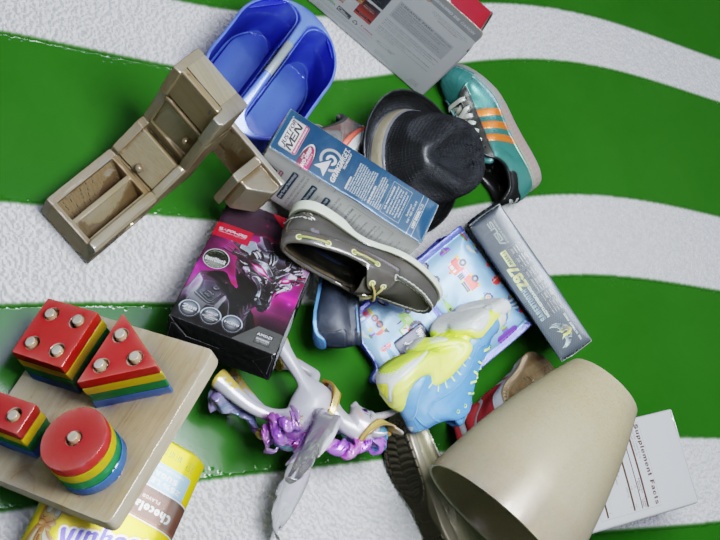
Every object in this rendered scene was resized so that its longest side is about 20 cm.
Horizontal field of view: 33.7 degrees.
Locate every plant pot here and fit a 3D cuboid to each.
[{"bbox_3d":[0.208,0.201,1.295,0.187,0.187,0.200,45,74,-6],"label":"plant pot"}]

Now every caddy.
[{"bbox_3d":[-0.115,-0.235,1.428,0.141,0.105,0.201,38,60,-11],"label":"caddy"}]

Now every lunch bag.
[{"bbox_3d":[0.082,0.071,1.449,0.199,0.094,0.151,-38,91,-18],"label":"lunch bag"}]

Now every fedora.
[{"bbox_3d":[0.091,-0.139,1.468,0.199,0.091,0.204,9,79,-51],"label":"fedora"}]

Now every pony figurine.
[{"bbox_3d":[-0.069,0.169,1.305,0.199,0.167,0.193,37,51,7],"label":"pony figurine"}]

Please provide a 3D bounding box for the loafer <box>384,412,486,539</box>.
[{"bbox_3d":[0.089,0.254,1.389,0.068,0.075,0.203,-24,94,-32],"label":"loafer"}]

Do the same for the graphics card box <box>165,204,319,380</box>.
[{"bbox_3d":[-0.124,0.016,1.321,0.124,0.051,0.201,21,47,1],"label":"graphics card box"}]

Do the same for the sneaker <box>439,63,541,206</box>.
[{"bbox_3d":[0.159,-0.177,1.568,0.080,0.071,0.201,-36,92,-36],"label":"sneaker"}]

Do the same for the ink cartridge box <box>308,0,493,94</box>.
[{"bbox_3d":[0.060,-0.347,1.515,0.199,0.175,0.084,39,60,-10],"label":"ink cartridge box"}]

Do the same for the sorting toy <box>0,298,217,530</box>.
[{"bbox_3d":[-0.276,0.126,1.176,0.196,0.070,0.201,13,57,27],"label":"sorting toy"}]

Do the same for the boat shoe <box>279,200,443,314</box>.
[{"bbox_3d":[0.000,0.000,1.324,0.199,0.072,0.061,30,52,-11],"label":"boat shoe"}]

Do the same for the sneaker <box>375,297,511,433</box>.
[{"bbox_3d":[0.107,0.114,1.372,0.199,0.075,0.106,-31,106,-25],"label":"sneaker"}]

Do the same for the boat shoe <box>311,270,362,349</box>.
[{"bbox_3d":[-0.012,0.005,1.410,0.067,0.084,0.203,6,66,5],"label":"boat shoe"}]

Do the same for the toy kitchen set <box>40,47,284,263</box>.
[{"bbox_3d":[-0.206,-0.090,1.277,0.163,0.200,0.180,48,59,-4],"label":"toy kitchen set"}]

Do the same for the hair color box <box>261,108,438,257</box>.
[{"bbox_3d":[-0.022,-0.087,1.338,0.198,0.100,0.061,32,61,-9],"label":"hair color box"}]

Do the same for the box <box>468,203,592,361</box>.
[{"bbox_3d":[0.207,0.010,1.483,0.051,0.158,0.201,-35,91,5],"label":"box"}]

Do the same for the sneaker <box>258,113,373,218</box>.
[{"bbox_3d":[-0.069,-0.126,1.450,0.082,0.078,0.199,40,55,22],"label":"sneaker"}]

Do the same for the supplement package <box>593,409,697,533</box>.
[{"bbox_3d":[0.289,0.255,1.458,0.197,0.121,0.122,-7,76,-29],"label":"supplement package"}]

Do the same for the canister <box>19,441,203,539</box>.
[{"bbox_3d":[-0.259,0.258,1.201,0.147,0.086,0.202,30,61,-14],"label":"canister"}]

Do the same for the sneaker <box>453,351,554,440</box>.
[{"bbox_3d":[0.179,0.171,1.470,0.072,0.112,0.199,51,27,9],"label":"sneaker"}]
